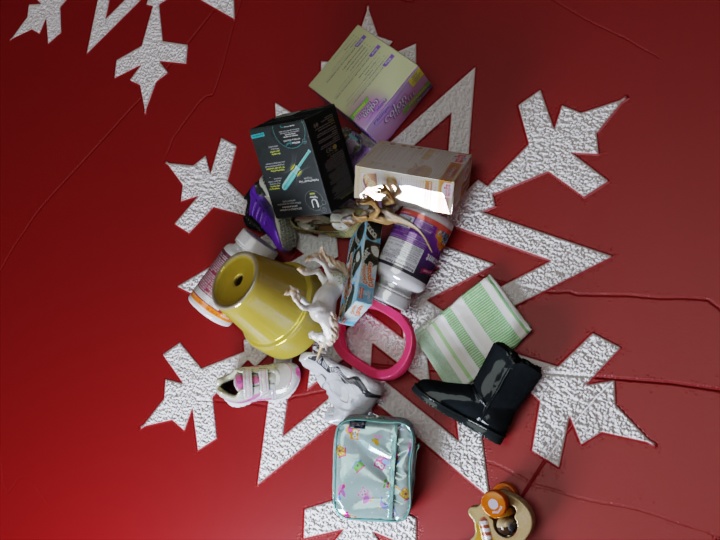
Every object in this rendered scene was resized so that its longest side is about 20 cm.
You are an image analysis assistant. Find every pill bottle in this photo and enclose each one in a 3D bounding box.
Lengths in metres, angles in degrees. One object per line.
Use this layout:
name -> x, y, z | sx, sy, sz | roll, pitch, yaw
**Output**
pill bottle -> 0.096, -0.024, 1.569 | 0.111, 0.111, 0.200 | 24, 87, 29
pill bottle -> -0.278, 0.014, 1.735 | 0.114, 0.114, 0.200 | 38, 94, 29

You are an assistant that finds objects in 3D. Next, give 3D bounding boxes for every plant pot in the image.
plant pot -> -0.194, 0.057, 1.612 | 0.201, 0.189, 0.201 | -20, 53, 30

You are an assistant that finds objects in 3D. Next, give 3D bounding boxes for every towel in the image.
towel -> 0.214, 0.122, 1.521 | 0.200, 0.023, 0.153 | -39, 63, 10

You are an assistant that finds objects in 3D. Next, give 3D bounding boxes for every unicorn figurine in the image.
unicorn figurine -> -0.080, 0.060, 1.539 | 0.200, 0.137, 0.074 | -59, 16, -12

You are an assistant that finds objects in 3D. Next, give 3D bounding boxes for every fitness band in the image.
fitness band -> 0.028, 0.137, 1.589 | 0.200, 0.037, 0.144 | 30, 92, 36

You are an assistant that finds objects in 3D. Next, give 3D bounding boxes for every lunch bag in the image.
lunch bag -> 0.030, 0.369, 1.481 | 0.160, 0.077, 0.200 | 2, 86, 10

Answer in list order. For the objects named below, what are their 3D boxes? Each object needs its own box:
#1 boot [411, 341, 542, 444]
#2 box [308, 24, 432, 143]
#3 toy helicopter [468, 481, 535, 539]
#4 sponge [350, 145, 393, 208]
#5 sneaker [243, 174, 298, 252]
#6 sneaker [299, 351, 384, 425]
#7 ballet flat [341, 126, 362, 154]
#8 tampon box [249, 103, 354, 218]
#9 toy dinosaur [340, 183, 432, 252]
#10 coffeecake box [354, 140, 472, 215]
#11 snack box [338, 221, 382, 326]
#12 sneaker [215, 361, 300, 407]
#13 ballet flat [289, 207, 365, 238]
boot -> 0.217, 0.203, 1.457 | 0.200, 0.076, 0.168 | 28, 91, 17
box -> 0.021, -0.406, 1.726 | 0.200, 0.097, 0.176 | 42, 95, 30
toy helicopter -> 0.231, 0.481, 1.393 | 0.200, 0.079, 0.132 | -48, 70, 18
sponge -> 0.006, -0.214, 1.715 | 0.200, 0.030, 0.112 | 28, 88, 29
sneaker -> -0.212, -0.111, 1.773 | 0.099, 0.070, 0.200 | -33, 60, 21
sneaker -> -0.057, 0.244, 1.584 | 0.200, 0.075, 0.115 | 22, 83, 26
ballet flat -> -0.090, -0.281, 1.727 | 0.200, 0.072, 0.072 | -5, 73, 36
tampon box -> -0.115, -0.227, 1.647 | 0.150, 0.126, 0.200 | -2, 113, 33
toy dinosaur -> 0.052, -0.108, 1.518 | 0.200, 0.106, 0.060 | 13, 53, 32
coffeecake box -> 0.107, -0.189, 1.566 | 0.200, 0.154, 0.073 | 12, 121, 17
snack box -> 0.000, 0.000, 1.585 | 0.037, 0.116, 0.200 | 15, 60, -14
sneaker -> -0.221, 0.241, 1.656 | 0.200, 0.088, 0.081 | -20, 67, 19
ballet flat -> -0.067, -0.108, 1.698 | 0.200, 0.071, 0.071 | 2, 76, 26
